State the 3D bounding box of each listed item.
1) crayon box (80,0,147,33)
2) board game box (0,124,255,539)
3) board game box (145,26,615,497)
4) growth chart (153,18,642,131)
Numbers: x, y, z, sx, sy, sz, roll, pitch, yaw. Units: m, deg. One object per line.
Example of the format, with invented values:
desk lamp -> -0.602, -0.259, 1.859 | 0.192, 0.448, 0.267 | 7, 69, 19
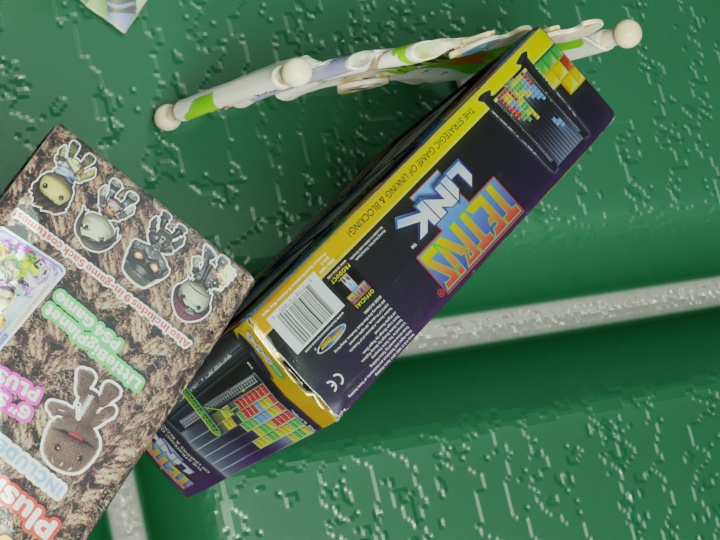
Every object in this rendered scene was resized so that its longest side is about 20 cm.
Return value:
crayon box -> -0.156, -0.223, 0.843 | 0.199, 0.052, 0.126 | 35, 62, -12
board game box -> -0.153, 0.070, 0.689 | 0.097, 0.159, 0.201 | 38, 62, -10
board game box -> 0.000, 0.000, 0.781 | 0.057, 0.165, 0.200 | 47, 60, -4
growth chart -> 0.020, -0.094, 0.837 | 0.199, 0.144, 0.018 | -10, 91, -30
